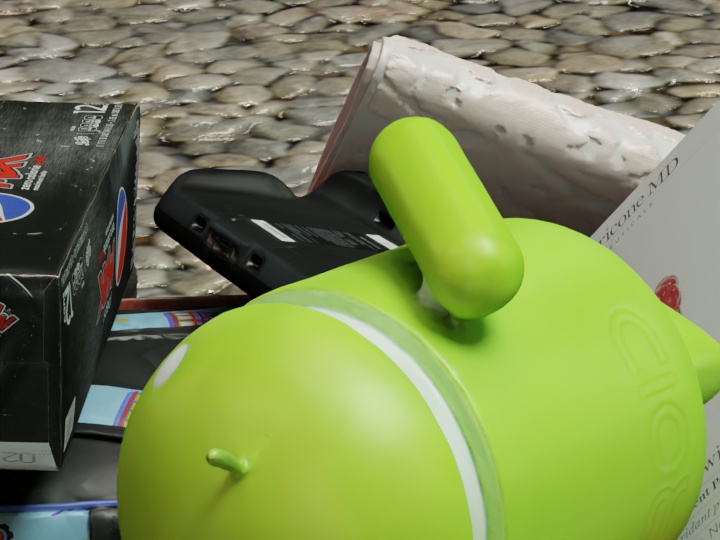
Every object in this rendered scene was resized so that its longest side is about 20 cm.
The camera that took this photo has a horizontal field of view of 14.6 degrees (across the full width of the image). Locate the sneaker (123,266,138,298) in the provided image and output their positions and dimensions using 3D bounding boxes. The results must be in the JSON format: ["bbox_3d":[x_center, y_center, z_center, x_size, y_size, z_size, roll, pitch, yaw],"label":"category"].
[{"bbox_3d":[-0.187,-0.003,1.212,0.200,0.089,0.079,-1,-8,26],"label":"sneaker"}]

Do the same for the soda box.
[{"bbox_3d":[-0.116,-0.001,0.907,0.071,0.064,0.200,2,17,2],"label":"soda box"}]

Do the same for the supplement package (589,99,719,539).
[{"bbox_3d":[0.153,0.046,0.925,0.120,0.121,0.200,29,31,-21],"label":"supplement package"}]

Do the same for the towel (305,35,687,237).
[{"bbox_3d":[0.077,-0.009,1.086,0.200,0.191,0.032,18,62,-6],"label":"towel"}]

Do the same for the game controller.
[{"bbox_3d":[0.000,0.000,0.959,0.104,0.042,0.200,-2,13,-21],"label":"game controller"}]

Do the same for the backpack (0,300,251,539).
[{"bbox_3d":[-0.097,0.090,0.946,0.199,0.135,0.183,-2,17,-3],"label":"backpack"}]

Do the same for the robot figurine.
[{"bbox_3d":[0.017,0.053,0.781,0.116,0.176,0.200,36,35,28],"label":"robot figurine"}]

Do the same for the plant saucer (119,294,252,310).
[{"bbox_3d":[-0.090,0.042,1.115,0.199,0.037,0.200,-2,-10,1],"label":"plant saucer"}]
